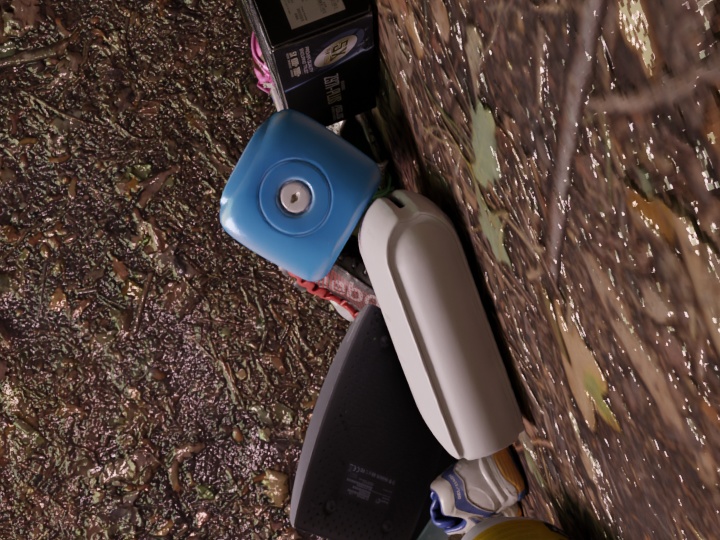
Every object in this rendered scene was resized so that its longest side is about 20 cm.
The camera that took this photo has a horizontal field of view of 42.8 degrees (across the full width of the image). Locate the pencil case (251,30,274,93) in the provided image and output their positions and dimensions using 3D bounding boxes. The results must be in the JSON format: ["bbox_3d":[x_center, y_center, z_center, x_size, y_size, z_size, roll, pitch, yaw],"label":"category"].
[{"bbox_3d":[-0.095,-0.267,1.120,0.090,0.094,0.200,39,-178,-8],"label":"pencil case"}]

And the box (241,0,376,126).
[{"bbox_3d":[-0.059,-0.244,0.779,0.164,0.085,0.203,83,166,-74],"label":"box"}]

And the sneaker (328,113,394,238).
[{"bbox_3d":[0.006,-0.079,0.916,0.203,0.076,0.089,65,163,0],"label":"sneaker"}]

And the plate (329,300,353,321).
[{"bbox_3d":[-0.023,-0.029,1.057,0.202,0.032,0.199,62,152,-7],"label":"plate"}]

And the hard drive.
[{"bbox_3d":[0.014,0.145,0.829,0.134,0.203,0.042,26,167,-29],"label":"hard drive"}]

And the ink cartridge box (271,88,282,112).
[{"bbox_3d":[-0.079,-0.212,1.358,0.200,0.067,0.118,83,165,-73],"label":"ink cartridge box"}]

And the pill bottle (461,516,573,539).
[{"bbox_3d":[0.118,0.235,0.624,0.200,0.110,0.114,-168,57,-85],"label":"pill bottle"}]

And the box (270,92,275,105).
[{"bbox_3d":[-0.194,-0.438,1.993,0.200,0.041,0.121,118,131,-88],"label":"box"}]

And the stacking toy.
[{"bbox_3d":[-0.047,-0.081,0.819,0.109,0.117,0.200,31,-167,-4],"label":"stacking toy"}]

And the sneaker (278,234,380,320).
[{"bbox_3d":[0.000,0.000,0.879,0.200,0.098,0.071,41,-140,-15],"label":"sneaker"}]

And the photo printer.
[{"bbox_3d":[0.056,0.034,0.740,0.166,0.068,0.203,-139,28,-81],"label":"photo printer"}]

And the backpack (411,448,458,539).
[{"bbox_3d":[0.033,0.229,1.027,0.154,0.177,0.199,47,156,-21],"label":"backpack"}]

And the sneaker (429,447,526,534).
[{"bbox_3d":[0.106,0.219,0.889,0.201,0.087,0.076,73,172,-60],"label":"sneaker"}]
